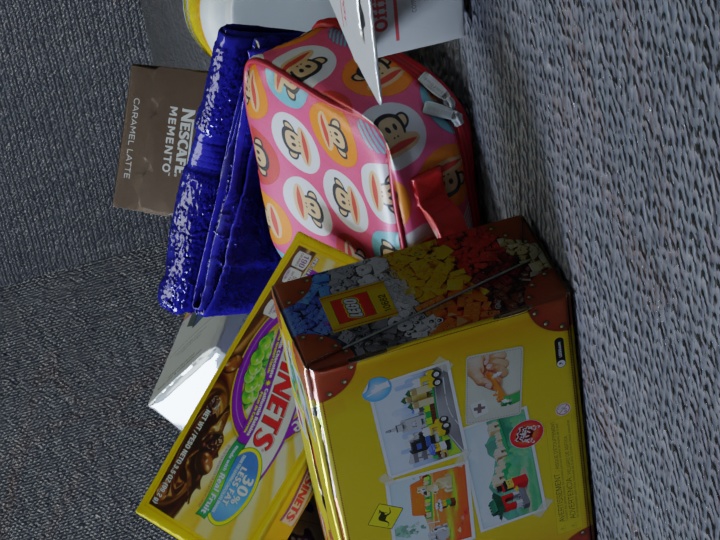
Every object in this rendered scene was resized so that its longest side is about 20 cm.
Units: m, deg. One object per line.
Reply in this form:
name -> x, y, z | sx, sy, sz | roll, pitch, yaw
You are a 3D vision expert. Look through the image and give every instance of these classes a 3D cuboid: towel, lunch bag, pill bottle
towel -> -0.051, -0.062, 1.408 | 0.050, 0.147, 0.201 | 34, 117, 43
lunch bag -> 0.013, -0.043, 1.316 | 0.176, 0.082, 0.200 | 35, 146, 42
pill bottle -> -0.067, -0.194, 1.566 | 0.200, 0.112, 0.113 | -139, 34, -75

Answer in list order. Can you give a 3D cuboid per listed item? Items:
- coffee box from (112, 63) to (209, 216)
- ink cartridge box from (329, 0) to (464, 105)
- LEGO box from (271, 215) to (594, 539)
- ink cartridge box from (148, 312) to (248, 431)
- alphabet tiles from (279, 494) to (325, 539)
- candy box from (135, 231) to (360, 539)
coffee box -> -0.104, -0.099, 1.683 | 0.200, 0.080, 0.115 | -5, -76, -64
ink cartridge box -> 0.008, -0.199, 1.175 | 0.117, 0.067, 0.200 | 83, 169, -47
LEGO box -> 0.044, 0.087, 1.191 | 0.077, 0.149, 0.200 | -116, 13, -51
ink cartridge box -> -0.058, 0.064, 1.596 | 0.145, 0.087, 0.200 | 39, -147, -16
alphabet tiles -> 0.029, 0.155, 1.322 | 0.006, 0.200, 0.167 | -40, 45, 42
candy box -> -0.049, 0.080, 1.275 | 0.102, 0.200, 0.026 | 25, 172, 39
